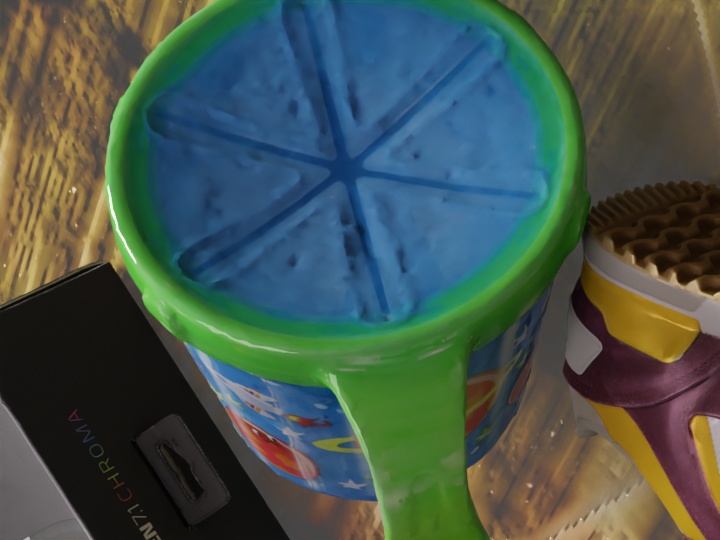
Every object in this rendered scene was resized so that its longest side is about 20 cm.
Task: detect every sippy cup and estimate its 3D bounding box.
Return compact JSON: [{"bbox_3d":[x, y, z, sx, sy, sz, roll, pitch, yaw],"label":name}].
[{"bbox_3d":[0.000,0.000,0.742,0.139,0.178,0.130,18,152,15],"label":"sippy cup"}]

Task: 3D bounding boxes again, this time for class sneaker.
[{"bbox_3d":[0.138,0.053,0.680,0.200,0.075,0.090,36,134,39],"label":"sneaker"}]

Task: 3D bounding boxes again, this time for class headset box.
[{"bbox_3d":[-0.127,0.118,0.956,0.200,0.093,0.174,-38,84,37],"label":"headset box"}]
